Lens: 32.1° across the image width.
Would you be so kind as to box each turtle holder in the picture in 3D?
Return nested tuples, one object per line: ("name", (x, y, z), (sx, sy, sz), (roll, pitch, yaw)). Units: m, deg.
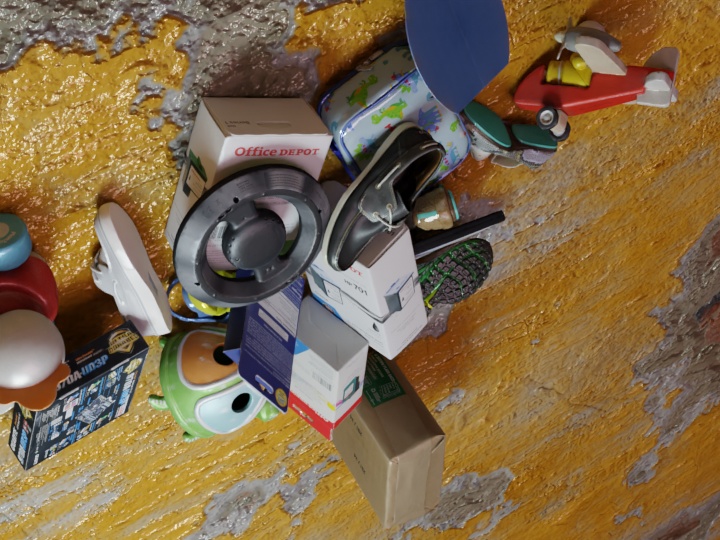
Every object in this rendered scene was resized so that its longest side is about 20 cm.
("turtle holder", (-0.179, 0.156, 1.639), (0.130, 0.142, 0.187), (-16, 118, 22))

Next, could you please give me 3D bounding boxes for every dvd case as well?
("dvd case", (0.097, -0.034, 1.701), (0.141, 0.018, 0.200), (-21, 177, -21))

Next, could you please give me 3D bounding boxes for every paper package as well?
("paper package", (0.038, 0.251, 1.897), (0.102, 0.201, 0.192), (-20, 141, -20))

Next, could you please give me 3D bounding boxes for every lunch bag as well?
("lunch bag", (0.040, -0.176, 1.549), (0.160, 0.083, 0.200), (-37, 143, -1))

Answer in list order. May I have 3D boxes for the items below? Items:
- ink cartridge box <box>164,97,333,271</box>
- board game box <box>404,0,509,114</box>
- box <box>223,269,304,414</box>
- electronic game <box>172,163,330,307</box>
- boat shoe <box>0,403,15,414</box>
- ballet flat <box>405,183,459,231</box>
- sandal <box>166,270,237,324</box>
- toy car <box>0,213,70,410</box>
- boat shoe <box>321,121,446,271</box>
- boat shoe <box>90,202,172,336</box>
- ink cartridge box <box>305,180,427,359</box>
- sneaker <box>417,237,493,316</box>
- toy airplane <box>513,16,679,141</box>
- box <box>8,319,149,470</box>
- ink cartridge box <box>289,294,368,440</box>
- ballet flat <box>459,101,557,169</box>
("ink cartridge box", (-0.135, -0.102, 1.483), (0.144, 0.085, 0.202), (-4, 132, -34))
("board game box", (0.101, -0.281, 1.461), (0.200, 0.039, 0.159), (-46, 119, -41))
("box", (-0.122, 0.070, 1.588), (0.032, 0.202, 0.121), (-12, 144, 26))
("electronic game", (-0.124, -0.038, 1.454), (0.198, 0.042, 0.202), (-20, 137, -19))
("boat shoe", (-0.477, 0.168, 1.513), (0.199, 0.061, 0.074), (-35, -175, 5))
("ballet flat", (0.090, -0.077, 1.663), (0.071, 0.069, 0.200), (-17, -175, 3))
("sandal", (-0.179, 0.037, 1.618), (0.086, 0.081, 0.199), (-12, 161, 28))
("toy car", (-0.398, 0.081, 1.368), (0.175, 0.201, 0.186), (-21, 140, -19))
("boat shoe", (0.025, -0.080, 1.489), (0.201, 0.067, 0.072), (-54, 146, 3))
("boat shoe", (-0.285, 0.004, 1.494), (0.068, 0.073, 0.201), (-14, 139, 5))
("ink cartridge box", (0.000, 0.000, 1.636), (0.086, 0.146, 0.201), (-45, 146, -21))
("sneaker", (0.099, 0.010, 1.794), (0.198, 0.085, 0.078), (-31, 120, 5))
("toy airplane", (0.319, -0.263, 1.635), (0.196, 0.143, 0.200), (-2, 165, -21))
("box", (-0.349, 0.157, 1.538), (0.158, 0.046, 0.200), (-30, 164, -30))
("ink cartridge box", (-0.057, 0.141, 1.753), (0.067, 0.116, 0.201), (-42, 158, -28))
("ballet flat", (0.185, -0.172, 1.686), (0.199, 0.072, 0.072), (10, 123, -43))
